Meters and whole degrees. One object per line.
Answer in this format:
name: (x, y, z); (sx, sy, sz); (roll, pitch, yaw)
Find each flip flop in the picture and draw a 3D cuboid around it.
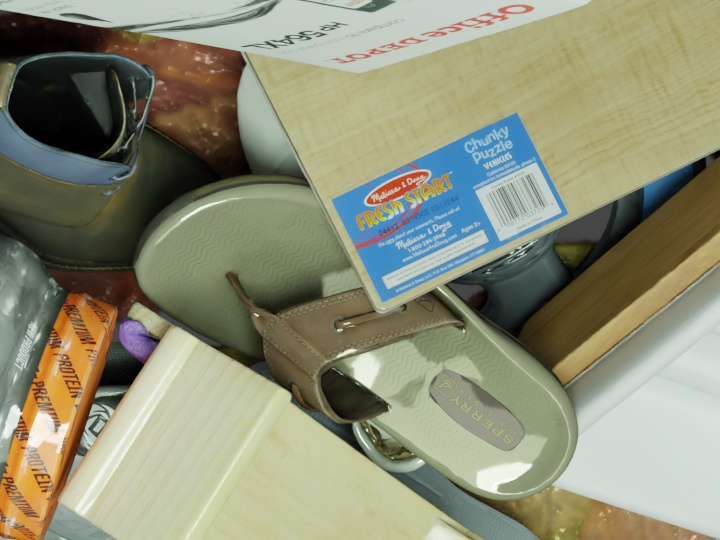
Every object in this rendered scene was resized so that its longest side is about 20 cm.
flip flop: (0.002, 0.033, 1.048); (0.200, 0.058, 0.081); (36, 111, -16)

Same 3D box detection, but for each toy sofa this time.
toy sofa: (-0.034, 0.098, 1.062); (0.083, 0.098, 0.200); (-57, 140, -6)

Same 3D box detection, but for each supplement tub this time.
supplement tub: (-0.201, 0.028, 1.007); (0.200, 0.123, 0.123); (19, 119, -2)

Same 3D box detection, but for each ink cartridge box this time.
ink cartridge box: (-0.037, -0.132, 0.922); (0.200, 0.146, 0.084); (7, 79, -35)

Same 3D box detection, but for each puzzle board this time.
puzzle board: (0.061, -0.091, 1.044); (0.200, 0.017, 0.151); (-26, 82, -7)

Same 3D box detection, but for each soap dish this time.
soap dish: (0.167, 0.030, 1.112); (0.157, 0.081, 0.200); (19, 140, -26)

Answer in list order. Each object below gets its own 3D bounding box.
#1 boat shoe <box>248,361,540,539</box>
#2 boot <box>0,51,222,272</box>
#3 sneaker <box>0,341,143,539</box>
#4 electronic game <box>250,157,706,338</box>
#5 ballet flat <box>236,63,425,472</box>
boat shoe: (0.005, 0.111, 1.210); (0.200, 0.072, 0.062); (41, 145, -28)
boot: (-0.104, -0.041, 1.052); (0.200, 0.097, 0.075); (17, 78, -43)
sneaker: (-0.081, 0.098, 1.190); (0.200, 0.075, 0.116); (30, 110, -25)
electronic game: (0.050, -0.029, 1.145); (0.200, 0.042, 0.200); (-4, 124, -6)
ballet flat: (0.000, 0.000, 1.100); (0.069, 0.069, 0.200); (-17, 120, 3)
